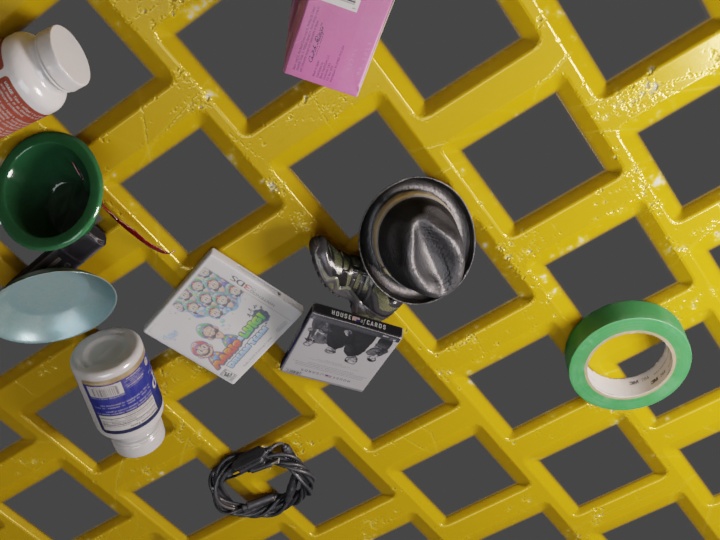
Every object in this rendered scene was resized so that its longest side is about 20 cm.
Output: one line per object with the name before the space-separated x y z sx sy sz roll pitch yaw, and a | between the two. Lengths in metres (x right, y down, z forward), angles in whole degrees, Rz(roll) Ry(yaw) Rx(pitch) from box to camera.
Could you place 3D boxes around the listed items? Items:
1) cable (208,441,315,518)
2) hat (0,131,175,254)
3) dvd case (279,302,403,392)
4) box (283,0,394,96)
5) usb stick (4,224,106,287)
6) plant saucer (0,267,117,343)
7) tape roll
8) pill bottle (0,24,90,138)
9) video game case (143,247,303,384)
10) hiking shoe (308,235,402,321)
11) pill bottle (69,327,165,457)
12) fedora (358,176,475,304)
cable | -0.182 0.390 1.828 0.199 0.051 0.163 -31 125 17
hat | -0.416 -0.087 1.480 0.165 0.201 0.176 -31 165 5
dvd case | -0.034 0.128 1.607 0.149 0.025 0.200 16 145 -11
box | -0.019 -0.342 1.197 0.096 0.201 0.177 16 125 -11
usb stick | -0.472 -0.008 1.542 0.199 0.033 0.055 -35 126 23
plant saucer | -0.480 0.045 1.546 0.199 0.039 0.202 -15 150 -9
tape roll | 0.439 0.142 1.644 0.198 0.048 0.202 0 126 0
pill bottle | -0.463 -0.244 1.321 0.198 0.113 0.113 -21 124 15
video game case | -0.221 0.078 1.610 0.181 0.024 0.200 33 120 -22
hiking shoe | 0.000 0.000 1.534 0.100 0.076 0.200 -33 129 12
pill bottle | -0.390 0.206 1.643 0.118 0.120 0.202 -7 126 5
fedora | 0.095 -0.032 1.456 0.198 0.092 0.203 -6 112 -16
